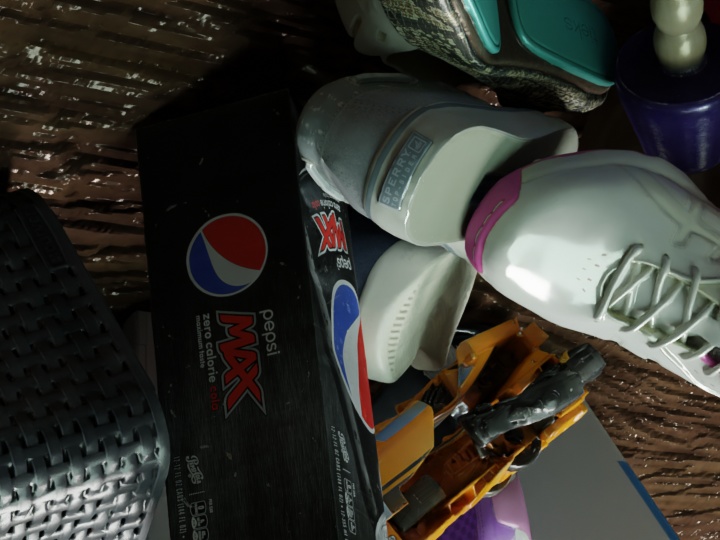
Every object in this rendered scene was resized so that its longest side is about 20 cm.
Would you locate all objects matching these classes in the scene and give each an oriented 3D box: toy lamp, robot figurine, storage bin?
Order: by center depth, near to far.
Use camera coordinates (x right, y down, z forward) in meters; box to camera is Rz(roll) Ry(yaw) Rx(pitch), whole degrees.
[{"bbox_3d":[-0.157,0.082,1.112,0.093,0.136,0.200,-15,147,-29],"label":"storage bin"},{"bbox_3d":[0.121,-0.121,1.124,0.058,0.058,0.201,-26,134,-13],"label":"toy lamp"},{"bbox_3d":[0.017,0.089,1.200,0.200,0.058,0.145,-36,174,-37],"label":"robot figurine"}]

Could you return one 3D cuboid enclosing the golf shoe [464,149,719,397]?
[{"bbox_3d":[0.133,0.009,1.132,0.199,0.092,0.076,14,114,-34],"label":"golf shoe"}]

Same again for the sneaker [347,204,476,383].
[{"bbox_3d":[0.000,0.000,1.236,0.200,0.084,0.075,-1,110,-78],"label":"sneaker"}]

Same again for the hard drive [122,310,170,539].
[{"bbox_3d":[-0.099,0.136,1.203,0.026,0.201,0.132,8,138,-14],"label":"hard drive"}]

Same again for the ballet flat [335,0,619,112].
[{"bbox_3d":[0.035,-0.100,1.122,0.075,0.068,0.200,-16,160,22],"label":"ballet flat"}]

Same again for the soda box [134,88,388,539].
[{"bbox_3d":[-0.037,0.038,1.097,0.070,0.201,0.063,-13,157,15],"label":"soda box"}]

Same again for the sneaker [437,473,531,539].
[{"bbox_3d":[0.012,0.145,1.419,0.088,0.081,0.200,3,161,-28],"label":"sneaker"}]

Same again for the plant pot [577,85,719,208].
[{"bbox_3d":[0.194,-0.034,1.285,0.174,0.201,0.201,7,135,-25],"label":"plant pot"}]

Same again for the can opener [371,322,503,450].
[{"bbox_3d":[0.002,0.092,1.375,0.199,0.064,0.079,-34,150,-1],"label":"can opener"}]

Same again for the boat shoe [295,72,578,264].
[{"bbox_3d":[0.030,-0.047,1.141,0.070,0.071,0.201,-59,162,7],"label":"boat shoe"}]

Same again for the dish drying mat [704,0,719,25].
[{"bbox_3d":[0.174,-0.070,1.158,0.018,0.201,0.077,-20,151,-4],"label":"dish drying mat"}]

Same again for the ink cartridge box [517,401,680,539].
[{"bbox_3d":[0.104,0.168,1.514,0.084,0.145,0.200,-27,151,-13],"label":"ink cartridge box"}]
